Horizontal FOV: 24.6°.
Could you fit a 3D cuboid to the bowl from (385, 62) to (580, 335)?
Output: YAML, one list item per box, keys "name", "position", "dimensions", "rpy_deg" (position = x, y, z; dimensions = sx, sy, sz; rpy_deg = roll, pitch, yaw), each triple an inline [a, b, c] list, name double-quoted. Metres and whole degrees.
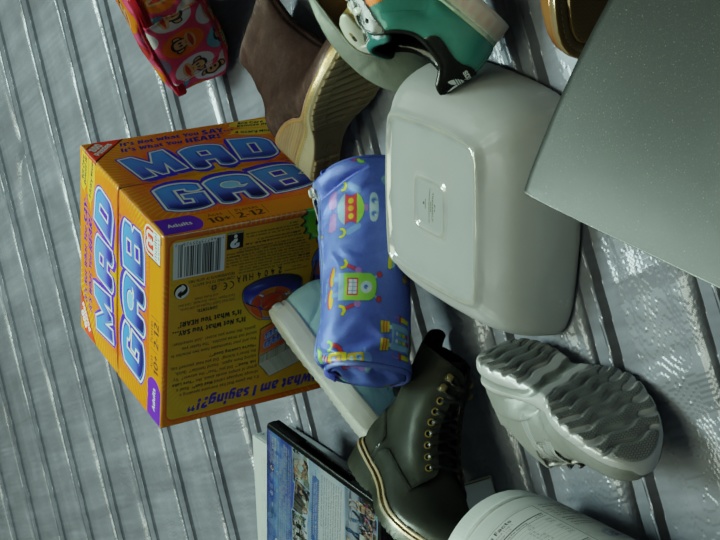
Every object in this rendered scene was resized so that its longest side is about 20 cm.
- name: "bowl"
  position: [0.083, -0.055, 1.285]
  dimensions: [0.199, 0.074, 0.202]
  rpy_deg: [32, 129, 54]

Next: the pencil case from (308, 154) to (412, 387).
- name: "pencil case"
  position: [0.000, 0.000, 1.394]
  dimensions: [0.078, 0.086, 0.202]
  rpy_deg: [83, -175, -71]

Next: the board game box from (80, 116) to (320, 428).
- name: "board game box"
  position: [-0.139, -0.005, 1.570]
  dimensions: [0.200, 0.199, 0.201]
  rpy_deg: [41, 135, 48]

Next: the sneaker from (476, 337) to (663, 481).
- name: "sneaker"
  position: [0.162, 0.115, 1.228]
  dimensions: [0.200, 0.074, 0.083]
  rpy_deg: [35, 144, 60]

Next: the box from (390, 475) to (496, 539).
- name: "box"
  position: [0.096, 0.295, 1.429]
  dimensions: [0.156, 0.041, 0.202]
  rpy_deg: [-38, 68, 59]

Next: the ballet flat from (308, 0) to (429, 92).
- name: "ballet flat"
  position: [-0.014, -0.226, 1.331]
  dimensions: [0.201, 0.067, 0.064]
  rpy_deg: [53, -177, -3]

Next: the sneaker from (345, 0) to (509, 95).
- name: "sneaker"
  position: [0.012, -0.212, 1.253]
  dimensions: [0.200, 0.080, 0.071]
  rpy_deg: [38, -178, 13]

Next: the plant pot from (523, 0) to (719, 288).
- name: "plant pot"
  position: [0.235, -0.096, 0.887]
  dimensions: [0.199, 0.199, 0.179]
  rpy_deg: [31, 116, 53]

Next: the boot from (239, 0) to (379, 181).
- name: "boot"
  position: [-0.056, -0.194, 1.479]
  dimensions: [0.167, 0.072, 0.201]
  rpy_deg: [60, 150, 26]

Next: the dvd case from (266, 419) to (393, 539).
- name: "dvd case"
  position: [-0.032, 0.244, 1.567]
  dimensions: [0.200, 0.017, 0.144]
  rpy_deg: [29, 124, 50]

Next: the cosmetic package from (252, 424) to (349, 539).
- name: "cosmetic package"
  position: [-0.050, 0.277, 1.672]
  dimensions: [0.151, 0.051, 0.202]
  rpy_deg: [27, 123, 56]

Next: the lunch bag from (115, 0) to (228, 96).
- name: "lunch bag"
  position: [-0.208, -0.288, 1.642]
  dimensions: [0.177, 0.081, 0.200]
  rpy_deg: [61, 176, 24]

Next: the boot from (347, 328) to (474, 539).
- name: "boot"
  position: [0.066, 0.146, 1.347]
  dimensions: [0.139, 0.077, 0.200]
  rpy_deg: [-62, 37, 12]

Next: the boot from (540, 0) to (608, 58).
- name: "boot"
  position: [0.110, -0.238, 1.144]
  dimensions: [0.155, 0.076, 0.202]
  rpy_deg: [-6, 90, 54]

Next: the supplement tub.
- name: "supplement tub"
  position: [0.161, 0.249, 1.202]
  dimensions: [0.200, 0.131, 0.133]
  rpy_deg: [18, 116, 58]

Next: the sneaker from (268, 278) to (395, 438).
- name: "sneaker"
  position: [0.007, 0.092, 1.486]
  dimensions: [0.201, 0.082, 0.074]
  rpy_deg: [53, 172, -2]
